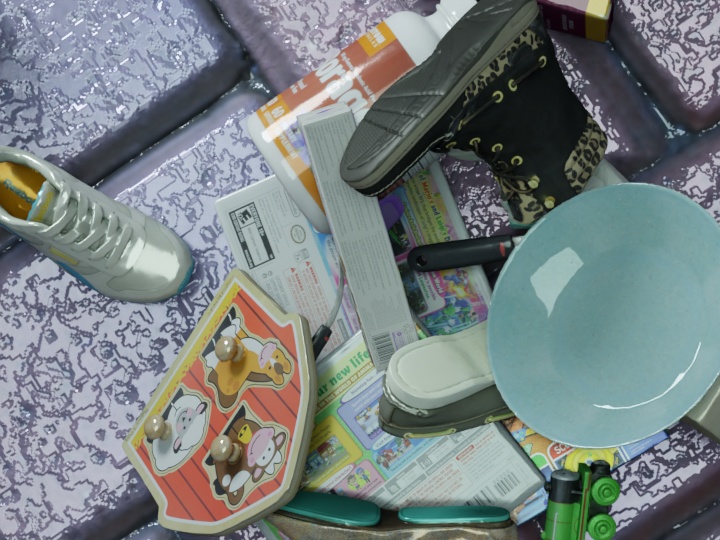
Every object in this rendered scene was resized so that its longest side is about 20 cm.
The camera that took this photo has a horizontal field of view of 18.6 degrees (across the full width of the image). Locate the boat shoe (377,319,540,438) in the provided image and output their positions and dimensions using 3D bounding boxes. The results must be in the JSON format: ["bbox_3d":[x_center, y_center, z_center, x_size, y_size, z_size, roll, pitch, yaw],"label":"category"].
[{"bbox_3d":[0.100,0.079,1.658,0.201,0.060,0.072,-11,50,-31],"label":"boat shoe"}]

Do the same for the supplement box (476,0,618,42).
[{"bbox_3d":[0.116,-0.273,1.728,0.199,0.103,0.132,15,87,7],"label":"supplement box"}]

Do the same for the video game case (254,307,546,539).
[{"bbox_3d":[0.011,0.153,1.700,0.200,0.022,0.182,-39,88,6],"label":"video game case"}]

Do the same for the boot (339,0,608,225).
[{"bbox_3d":[0.089,-0.092,1.619,0.200,0.073,0.151,-49,122,-19],"label":"boot"}]

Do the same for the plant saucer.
[{"bbox_3d":[0.187,0.036,1.592,0.200,0.039,0.202,-12,65,27],"label":"plant saucer"}]

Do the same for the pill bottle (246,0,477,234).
[{"bbox_3d":[0.021,-0.127,1.692,0.200,0.112,0.112,-35,83,2],"label":"pill bottle"}]

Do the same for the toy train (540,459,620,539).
[{"bbox_3d":[0.161,0.242,1.690,0.056,0.042,0.201,4,99,-5],"label":"toy train"}]

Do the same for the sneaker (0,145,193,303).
[{"bbox_3d":[-0.227,-0.034,1.753,0.199,0.081,0.077,26,86,6],"label":"sneaker"}]

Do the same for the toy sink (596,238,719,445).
[{"bbox_3d":[0.285,0.063,1.667,0.112,0.200,0.131,33,90,37],"label":"toy sink"}]

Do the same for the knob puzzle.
[{"bbox_3d":[-0.104,0.113,1.677,0.219,0.030,0.221,-24,54,38],"label":"knob puzzle"}]

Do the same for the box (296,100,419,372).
[{"bbox_3d":[0.000,-0.024,1.637,0.041,0.039,0.201,-19,106,-4],"label":"box"}]

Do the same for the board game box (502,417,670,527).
[{"bbox_3d":[0.123,0.123,1.727,0.199,0.034,0.136,-30,82,2],"label":"board game box"}]

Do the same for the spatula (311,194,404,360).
[{"bbox_3d":[-0.023,0.028,1.691,0.020,0.057,0.201,24,80,19],"label":"spatula"}]

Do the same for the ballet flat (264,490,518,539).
[{"bbox_3d":[0.018,0.209,1.659,0.199,0.068,0.068,4,100,8],"label":"ballet flat"}]

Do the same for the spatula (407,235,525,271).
[{"bbox_3d":[0.132,-0.023,1.684,0.199,0.021,0.057,-9,104,12],"label":"spatula"}]

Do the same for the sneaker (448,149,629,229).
[{"bbox_3d":[0.157,-0.059,1.728,0.200,0.075,0.089,41,96,17],"label":"sneaker"}]

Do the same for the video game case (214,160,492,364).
[{"bbox_3d":[0.000,0.000,1.740,0.181,0.024,0.201,-23,75,6],"label":"video game case"}]
